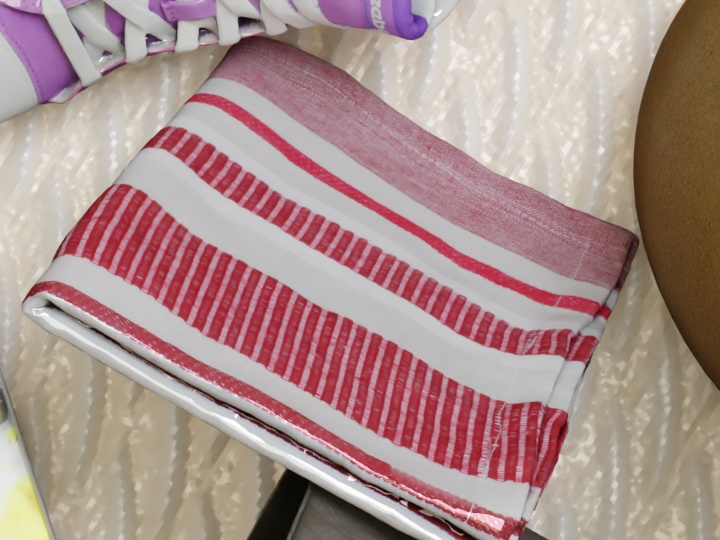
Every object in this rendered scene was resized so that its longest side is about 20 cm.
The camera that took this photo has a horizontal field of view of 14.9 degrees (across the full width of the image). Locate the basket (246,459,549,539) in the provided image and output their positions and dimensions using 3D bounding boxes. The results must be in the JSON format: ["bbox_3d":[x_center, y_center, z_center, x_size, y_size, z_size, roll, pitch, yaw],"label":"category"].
[{"bbox_3d":[0.048,0.146,0.775,0.200,0.180,0.136,26,67,-3],"label":"basket"}]

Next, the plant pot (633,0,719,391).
[{"bbox_3d":[0.164,-0.008,0.746,0.186,0.200,0.187,2,104,7],"label":"plant pot"}]

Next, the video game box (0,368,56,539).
[{"bbox_3d":[-0.198,0.073,0.826,0.200,0.047,0.183,-19,87,-9],"label":"video game box"}]

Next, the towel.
[{"bbox_3d":[0.000,0.000,0.779,0.144,0.200,0.023,29,117,2],"label":"towel"}]

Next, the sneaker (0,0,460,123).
[{"bbox_3d":[-0.042,-0.091,0.813,0.200,0.073,0.114,-38,54,-7],"label":"sneaker"}]
